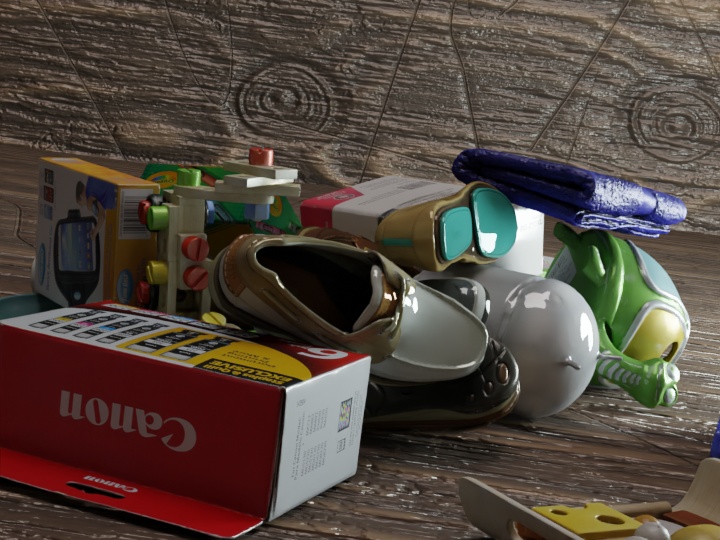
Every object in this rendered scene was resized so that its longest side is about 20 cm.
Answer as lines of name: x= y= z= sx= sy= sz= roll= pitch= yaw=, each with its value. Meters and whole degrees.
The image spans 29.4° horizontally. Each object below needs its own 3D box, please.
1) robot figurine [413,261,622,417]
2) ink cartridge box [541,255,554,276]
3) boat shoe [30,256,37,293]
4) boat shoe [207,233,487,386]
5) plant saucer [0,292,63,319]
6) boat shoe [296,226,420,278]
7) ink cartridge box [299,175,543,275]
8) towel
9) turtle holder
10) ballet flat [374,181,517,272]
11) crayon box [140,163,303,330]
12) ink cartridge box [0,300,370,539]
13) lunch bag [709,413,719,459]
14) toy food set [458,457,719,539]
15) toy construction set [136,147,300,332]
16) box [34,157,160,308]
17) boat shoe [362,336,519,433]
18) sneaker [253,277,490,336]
robot figurine: x=0.110 y=0.054 z=1.125 sx=0.200 sy=0.113 sz=0.169 roll=13 pitch=24 yaw=38
ink cartridge box: x=0.149 y=0.016 z=1.564 sx=0.200 sy=0.076 sz=0.148 roll=15 pitch=11 yaw=39
boat shoe: x=-0.235 y=0.004 z=1.333 sx=0.060 sy=0.076 sz=0.200 roll=5 pitch=7 yaw=29
boat shoe: x=0.002 y=0.027 z=0.904 sx=0.200 sy=0.075 sz=0.068 roll=16 pitch=-18 yaw=-20
plant saucer: x=-0.212 y=0.054 z=1.140 sx=0.199 sy=0.036 sz=0.200 roll=6 pitch=9 yaw=-1
boat shoe: x=0.000 y=0.001 z=1.193 sx=0.067 sy=0.072 sz=0.200 roll=-4 pitch=-9 yaw=22
ink cartridge box: x=0.062 y=-0.033 z=1.360 sx=0.200 sy=0.085 sz=0.145 roll=11 pitch=21 yaw=40
towel: x=0.188 y=-0.065 z=1.234 sx=0.147 sy=0.050 sz=0.200 roll=15 pitch=4 yaw=36
turtle holder: x=0.234 y=0.041 z=1.246 sx=0.131 sy=0.141 sz=0.185 roll=21 pitch=-3 yaw=-16
ballet flat: x=0.069 y=-0.036 z=1.097 sx=0.063 sy=0.069 sz=0.200 roll=-3 pitch=2 yaw=24
crayon box: x=-0.104 y=-0.010 z=1.189 sx=0.118 sy=0.058 sz=0.200 roll=5 pitch=-32 yaw=24
ink cartridge box: x=-0.120 y=0.083 z=0.836 sx=0.199 sy=0.084 sz=0.176 roll=10 pitch=9 yaw=20
lunch bag: x=0.348 y=0.121 z=1.035 sx=0.150 sy=0.094 sz=0.200 roll=10 pitch=21 yaw=17
toy food set: x=0.173 y=0.139 z=0.773 sx=0.200 sy=0.061 sz=0.143 roll=2 pitch=9 yaw=-31
toy construction set: x=-0.115 y=0.001 z=1.011 sx=0.092 sy=0.201 sz=0.131 roll=15 pitch=3 yaw=-27
box: x=-0.227 y=-0.026 z=1.140 sx=0.041 sy=0.119 sz=0.200 roll=-2 pitch=11 yaw=-35
boat shoe: x=0.019 y=0.090 z=1.004 sx=0.199 sy=0.076 sz=0.074 roll=2 pitch=-26 yaw=17
sneaker: x=-0.009 y=0.027 z=1.054 sx=0.200 sy=0.084 sz=0.121 roll=-19 pitch=-38 yaw=39
